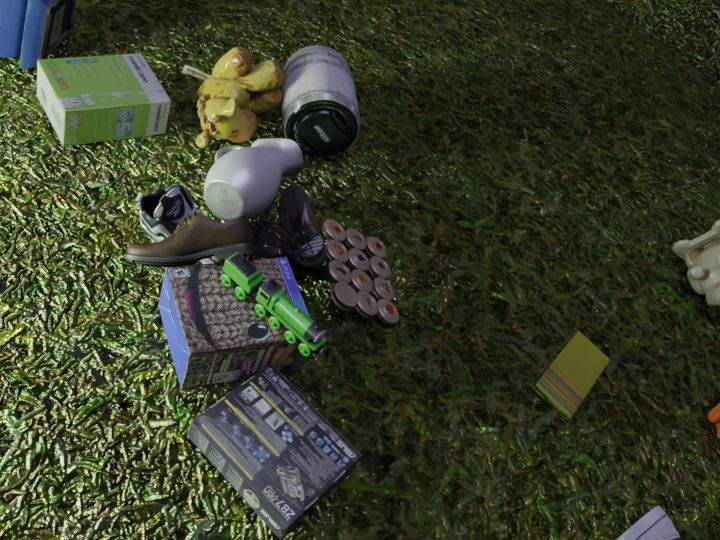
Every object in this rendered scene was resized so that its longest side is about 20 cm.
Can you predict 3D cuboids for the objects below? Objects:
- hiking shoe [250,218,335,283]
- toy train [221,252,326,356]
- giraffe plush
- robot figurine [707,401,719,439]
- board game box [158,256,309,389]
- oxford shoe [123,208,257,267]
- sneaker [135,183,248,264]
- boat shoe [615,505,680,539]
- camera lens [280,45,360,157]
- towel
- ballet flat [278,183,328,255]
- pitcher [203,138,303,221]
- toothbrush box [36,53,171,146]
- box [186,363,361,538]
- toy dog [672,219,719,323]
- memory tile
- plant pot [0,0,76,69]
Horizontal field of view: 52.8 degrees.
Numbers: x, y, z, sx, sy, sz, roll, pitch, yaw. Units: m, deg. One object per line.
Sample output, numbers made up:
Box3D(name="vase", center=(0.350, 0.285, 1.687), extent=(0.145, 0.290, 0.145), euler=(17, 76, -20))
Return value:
Box3D(name="hiking shoe", center=(-0.135, -0.023, 1.243), extent=(0.199, 0.101, 0.076), euler=(17, 51, 38))
Box3D(name="toy train", center=(-0.127, 0.048, 1.067), extent=(0.200, 0.057, 0.042), euler=(39, 46, 12))
Box3D(name="giraffe plush", center=(-0.251, -0.318, 1.400), extent=(0.198, 0.173, 0.163), euler=(4, 50, -11))
Box3D(name="robot figurine", center=(0.758, 0.284, 1.365), extent=(0.198, 0.118, 0.144), euler=(9, 5, -18))
Box3D(name="board game box", center=(-0.193, 0.077, 1.120), extent=(0.199, 0.097, 0.160), euler=(-6, 54, -29))
Box3D(name="oxford shoe", center=(-0.265, -0.049, 1.117), extent=(0.198, 0.073, 0.085), euler=(-9, 93, -12))
Box3D(name="sneaker", center=(-0.276, -0.075, 1.166), extent=(0.198, 0.130, 0.080), euler=(27, 72, 13))
Box3D(name="boat shoe", center=(0.427, 0.431, 1.112), extent=(0.199, 0.074, 0.065), euler=(-20, 57, -35))
Box3D(name="camera lens", center=(-0.086, -0.347, 1.500), extent=(0.159, 0.160, 0.201), euler=(8, 48, -18))
Box3D(name="towel", center=(0.396, 0.193, 1.350), extent=(0.086, 0.018, 0.200), euler=(45, 46, 9))
Box3D(name="ballet flat", center=(-0.100, -0.075, 1.332), extent=(0.046, 0.067, 0.201), euler=(25, 34, -51))
Box3D(name="pitcher", center=(-0.221, -0.176, 1.332), extent=(0.170, 0.122, 0.200), euler=(9, 36, 20))
Box3D(name="toothbrush box", center=(-0.477, -0.321, 1.348), extent=(0.199, 0.086, 0.146), euler=(-18, 60, -35))
Box3D(name="box", center=(-0.121, 0.250, 1.035), extent=(0.200, 0.049, 0.161), euler=(42, 45, 14))
Box3D(name="toy dog", center=(0.810, 0.024, 1.627), extent=(0.194, 0.139, 0.201), euler=(47, 32, -35))
Box3D(name="memory tile", center=(0.000, 0.000, 1.302), extent=(0.153, 0.017, 0.201), euler=(21, 43, -33))
Box3D(name="plant pot", center=(-0.650, -0.514, 1.369), extent=(0.179, 0.200, 0.201), euler=(24, 44, -13))
